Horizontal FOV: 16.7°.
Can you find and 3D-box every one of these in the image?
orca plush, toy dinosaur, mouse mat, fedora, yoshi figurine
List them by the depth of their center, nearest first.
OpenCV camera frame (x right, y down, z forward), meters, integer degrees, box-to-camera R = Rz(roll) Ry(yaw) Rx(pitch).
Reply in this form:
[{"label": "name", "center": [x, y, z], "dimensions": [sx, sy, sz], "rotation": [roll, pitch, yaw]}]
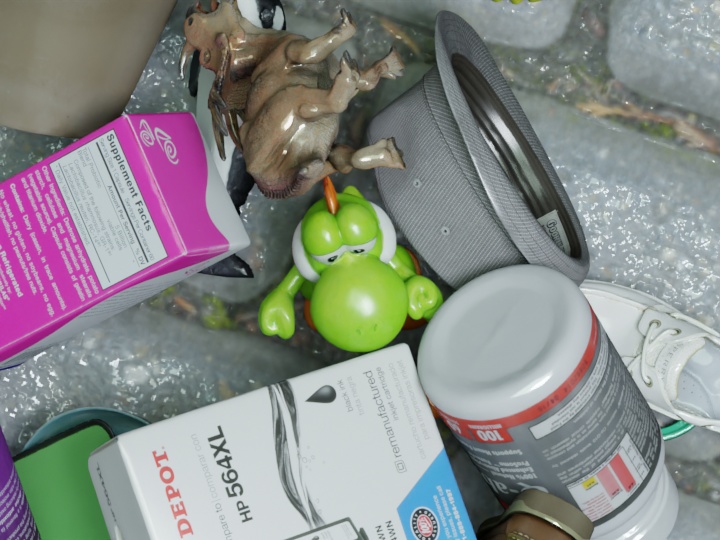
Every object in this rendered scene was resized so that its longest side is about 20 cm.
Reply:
[{"label": "toy dinosaur", "center": [-0.048, -0.094, 1.517], "dimensions": [0.135, 0.086, 0.201], "rotation": [-23, 40, 18]}, {"label": "yoshi figurine", "center": [-0.003, 0.015, 1.567], "dimensions": [0.112, 0.200, 0.113], "rotation": [39, 86, 11]}, {"label": "fedora", "center": [0.067, -0.059, 1.593], "dimensions": [0.090, 0.177, 0.201], "rotation": [-30, 91, 16]}, {"label": "mouse mat", "center": [-0.182, 0.211, 1.617], "dimensions": [0.160, 0.008, 0.201], "rotation": [-25, 85, 37]}, {"label": "orca plush", "center": [-0.067, -0.095, 1.648], "dimensions": [0.071, 0.105, 0.202], "rotation": [5, 82, -27]}]

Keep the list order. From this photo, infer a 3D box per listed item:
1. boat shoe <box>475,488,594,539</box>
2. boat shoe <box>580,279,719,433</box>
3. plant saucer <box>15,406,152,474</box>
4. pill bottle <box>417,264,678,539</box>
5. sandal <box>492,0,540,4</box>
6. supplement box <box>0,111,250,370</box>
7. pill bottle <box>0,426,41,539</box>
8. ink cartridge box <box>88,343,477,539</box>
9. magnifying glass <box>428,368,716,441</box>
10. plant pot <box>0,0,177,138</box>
[{"label": "boat shoe", "center": [0.094, 0.197, 1.547], "dimensions": [0.072, 0.200, 0.068], "rotation": [26, 69, 10]}, {"label": "boat shoe", "center": [0.204, 0.059, 1.601], "dimensions": [0.199, 0.069, 0.071], "rotation": [23, 89, 5]}, {"label": "plant saucer", "center": [-0.153, 0.185, 1.610], "dimensions": [0.199, 0.027, 0.202], "rotation": [8, 104, 35]}, {"label": "pill bottle", "center": [0.125, 0.100, 1.551], "dimensions": [0.115, 0.200, 0.116], "rotation": [-18, 43, 18]}, {"label": "sandal", "center": [0.052, -0.246, 1.649], "dimensions": [0.199, 0.079, 0.087], "rotation": [27, 84, 4]}, {"label": "supplement box", "center": [-0.189, -0.016, 1.604], "dimensions": [0.199, 0.101, 0.104], "rotation": [-25, 85, 21]}, {"label": "pill bottle", "center": [-0.270, 0.157, 1.575], "dimensions": [0.112, 0.113, 0.201], "rotation": [-14, 117, 2]}, {"label": "ink cartridge box", "center": [-0.048, 0.146, 1.505], "dimensions": [0.199, 0.084, 0.147], "rotation": [-18, 84, -22]}, {"label": "magnifying glass", "center": [0.139, 0.079, 1.646], "dimensions": [0.199, 0.022, 0.080], "rotation": [-5, 86, 4]}, {"label": "plant pot", "center": [-0.202, -0.185, 1.616], "dimensions": [0.199, 0.200, 0.175], "rotation": [14, 103, 5]}]
